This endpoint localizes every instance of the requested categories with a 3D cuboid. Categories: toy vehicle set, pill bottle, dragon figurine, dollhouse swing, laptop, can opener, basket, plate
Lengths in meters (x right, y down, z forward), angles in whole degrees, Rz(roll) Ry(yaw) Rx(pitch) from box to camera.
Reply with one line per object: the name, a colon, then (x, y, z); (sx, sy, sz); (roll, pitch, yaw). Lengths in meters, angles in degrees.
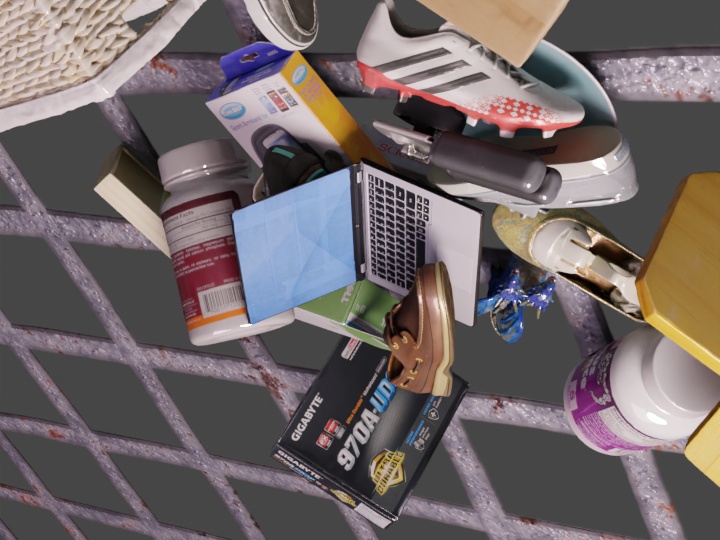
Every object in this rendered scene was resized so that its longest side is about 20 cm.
toy vehicle set: (-0.210, -0.051, 1.580); (0.027, 0.124, 0.200); (-44, 106, 12)
pill bottle: (-0.144, -0.030, 1.472); (0.114, 0.114, 0.200); (-20, 81, 50)
dragon figurine: (0.144, 0.033, 1.411); (0.059, 0.099, 0.200); (33, 146, -2)
dollhouse swing: (0.307, 0.049, 1.211); (0.176, 0.200, 0.182); (27, 146, 6)
laptop: (0.000, 0.000, 1.327); (0.200, 0.116, 0.187); (25, 150, 18)
pill bottle: (0.279, 0.112, 1.358); (0.112, 0.112, 0.200); (34, 160, -3)
can opener: (0.093, -0.113, 1.214); (0.200, 0.067, 0.053); (21, 175, 44)
basket: (-0.276, -0.256, 1.296); (0.200, 0.198, 0.161); (-9, 125, 45)
plate: (0.139, -0.145, 1.256); (0.200, 0.026, 0.200); (21, 144, 16)

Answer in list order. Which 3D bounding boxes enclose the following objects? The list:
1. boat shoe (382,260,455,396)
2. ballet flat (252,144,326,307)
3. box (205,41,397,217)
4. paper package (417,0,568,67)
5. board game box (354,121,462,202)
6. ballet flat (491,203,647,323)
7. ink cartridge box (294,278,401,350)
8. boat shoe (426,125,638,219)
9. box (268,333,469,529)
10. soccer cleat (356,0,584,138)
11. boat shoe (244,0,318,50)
boat shoe: (0.055, 0.062, 1.341); (0.067, 0.072, 0.200); (-1, 147, 0)
ballet flat: (-0.074, -0.049, 1.378); (0.068, 0.068, 0.200); (33, 141, 19)
box: (-0.059, -0.129, 1.349); (0.119, 0.041, 0.200); (-14, 127, 48)
paper package: (0.089, -0.283, 1.049); (0.200, 0.104, 0.191); (32, 148, -1)
board game box: (0.007, -0.066, 1.446); (0.200, 0.041, 0.200); (19, 144, 19)
ballet flat: (0.215, -0.009, 1.306); (0.200, 0.071, 0.071); (29, 148, -16)
ink cartridge box: (-0.022, 0.034, 1.532); (0.200, 0.059, 0.104); (18, 171, 32)
boat shoe: (0.152, -0.077, 1.247); (0.201, 0.070, 0.072); (-3, 130, 38)
box: (0.013, 0.169, 1.602); (0.159, 0.200, 0.046); (34, 149, -1)
soccer cleat: (0.095, -0.170, 1.181); (0.200, 0.069, 0.085); (17, 114, 8)
boat shoe: (-0.070, -0.275, 1.216); (0.064, 0.071, 0.200); (8, 138, 33)
